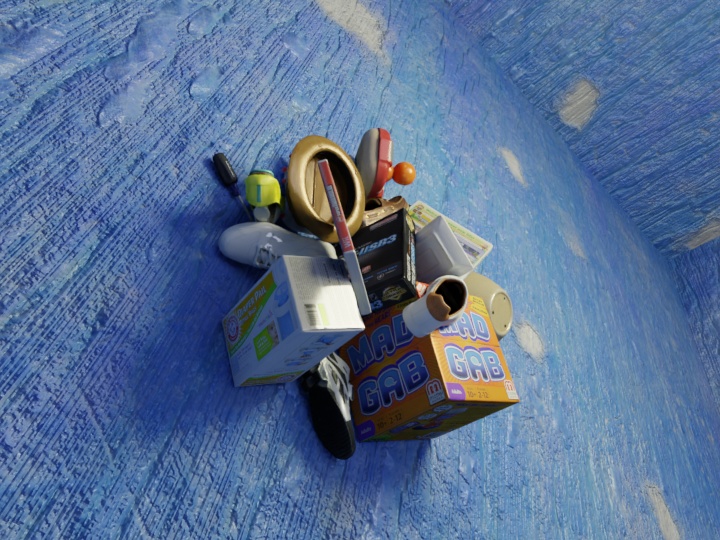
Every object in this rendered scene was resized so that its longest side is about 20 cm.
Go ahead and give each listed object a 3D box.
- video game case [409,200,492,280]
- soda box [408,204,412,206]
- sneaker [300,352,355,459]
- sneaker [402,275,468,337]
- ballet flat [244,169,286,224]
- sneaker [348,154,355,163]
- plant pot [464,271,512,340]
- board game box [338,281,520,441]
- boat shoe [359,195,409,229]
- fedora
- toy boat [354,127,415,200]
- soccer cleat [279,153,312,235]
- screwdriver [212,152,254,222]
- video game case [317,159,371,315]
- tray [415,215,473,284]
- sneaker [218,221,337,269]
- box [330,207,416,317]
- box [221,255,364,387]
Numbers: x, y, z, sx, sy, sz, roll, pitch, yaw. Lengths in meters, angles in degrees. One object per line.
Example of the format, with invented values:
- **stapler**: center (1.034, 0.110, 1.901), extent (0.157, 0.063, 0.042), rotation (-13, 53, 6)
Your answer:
- **video game case**: center (0.156, -0.057, 1.177), extent (0.200, 0.022, 0.182), rotation (34, 47, 18)
- **soda box**: center (0.126, -0.048, 1.261), extent (0.063, 0.071, 0.201), rotation (10, 56, -47)
- **sneaker**: center (-0.039, 0.192, 0.879), extent (0.088, 0.074, 0.201), rotation (-4, 66, -48)
- **sneaker**: center (0.142, 0.042, 0.852), extent (0.073, 0.085, 0.200), rotation (54, 30, 3)
- **ballet flat**: center (-0.161, -0.111, 0.933), extent (0.067, 0.200, 0.067), rotation (-2, 84, -4)
- **sneaker**: center (-0.057, -0.164, 1.164), extent (0.082, 0.077, 0.201), rotation (9, 51, -11)
- **plant pot**: center (0.238, 0.090, 1.169), extent (0.200, 0.134, 0.201), rotation (6, 82, -47)
- **board game box**: center (0.110, 0.165, 0.962), extent (0.200, 0.200, 0.201), rotation (14, 51, -43)
- **boat shoe**: center (0.040, -0.121, 1.143), extent (0.200, 0.072, 0.068), rotation (-42, 112, -51)
- **fedora**: center (-0.076, -0.139, 0.998), extent (0.200, 0.082, 0.201), rotation (19, 63, -43)
- **toy boat**: center (0.054, -0.210, 1.192), extent (0.130, 0.200, 0.131), rotation (7, 74, -9)
- **soccer cleat**: center (-0.111, -0.157, 1.085), extent (0.077, 0.069, 0.201), rotation (31, 49, -37)
- **screwdriver**: center (-0.207, -0.117, 0.974), extent (0.201, 0.028, 0.029), rotation (62, 7, 6)
- **video game case**: center (-0.025, -0.051, 0.835), extent (0.143, 0.017, 0.200), rotation (75, -2, -50)
- **tray**: center (0.101, -0.003, 0.990), extent (0.022, 0.200, 0.108), rotation (-24, 80, -44)
- **sneaker**: center (-0.122, -0.017, 0.887), extent (0.199, 0.074, 0.116), rotation (8, 25, -21)
- **box**: center (0.000, 0.000, 0.949), extent (0.050, 0.199, 0.199), rotation (52, 27, -31)
- **box**: center (-0.103, 0.076, 0.784), extent (0.101, 0.200, 0.113), rotation (3, 58, -39)
